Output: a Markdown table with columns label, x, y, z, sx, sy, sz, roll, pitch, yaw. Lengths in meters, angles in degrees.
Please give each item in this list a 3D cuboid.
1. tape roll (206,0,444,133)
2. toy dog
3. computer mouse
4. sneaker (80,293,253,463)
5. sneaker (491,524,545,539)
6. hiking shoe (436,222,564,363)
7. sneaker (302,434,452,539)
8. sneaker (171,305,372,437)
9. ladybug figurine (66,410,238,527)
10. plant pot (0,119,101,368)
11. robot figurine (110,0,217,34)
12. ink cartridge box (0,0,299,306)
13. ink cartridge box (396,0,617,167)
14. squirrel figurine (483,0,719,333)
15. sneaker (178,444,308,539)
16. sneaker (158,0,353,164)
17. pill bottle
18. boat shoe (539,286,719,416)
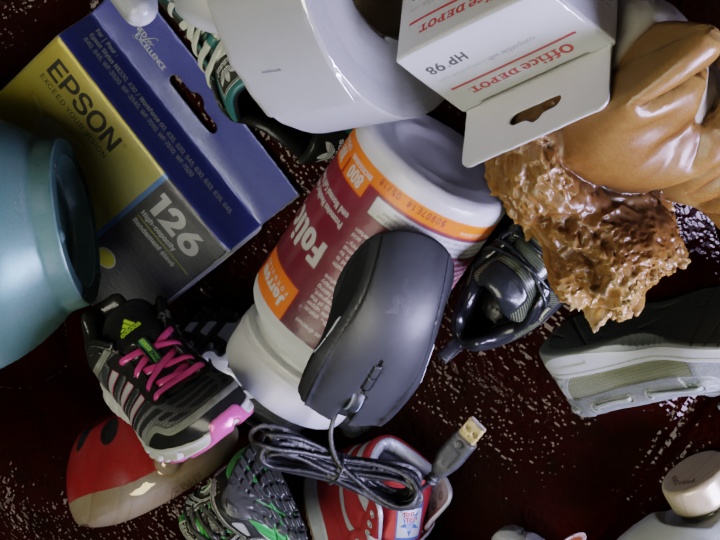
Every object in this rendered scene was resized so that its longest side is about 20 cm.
| label | x | y | z | sx | sy | sz | roll | pitch | yaw |
| --- | --- | --- | --- | --- | --- | --- | --- | --- | --- |
| tape roll | -0.011 | -0.186 | 1.414 | 0.070 | 0.202 | 0.204 | -6 | 112 | 33 |
| toy dog | 0.184 | 0.210 | 1.545 | 0.132 | 0.096 | 0.200 | 41 | 105 | -9 |
| computer mouse | 0.027 | 0.076 | 1.493 | 0.140 | 0.046 | 0.201 | 22 | 117 | -17 |
| sneaker | -0.141 | 0.066 | 1.580 | 0.200 | 0.073 | 0.088 | 26 | 146 | 62 |
| sneaker | 0.091 | 0.258 | 1.688 | 0.099 | 0.078 | 0.201 | 39 | 120 | 15 |
| hiking shoe | 0.124 | -0.010 | 1.492 | 0.076 | 0.101 | 0.200 | 40 | 129 | 5 |
| sneaker | 0.027 | 0.215 | 1.653 | 0.112 | 0.071 | 0.201 | -36 | 71 | 52 |
| sneaker | -0.073 | 0.082 | 1.683 | 0.198 | 0.066 | 0.091 | 6 | 118 | 23 |
| ladybug figurine | -0.159 | 0.132 | 1.710 | 0.072 | 0.135 | 0.200 | 61 | 162 | -2 |
| plant pot | -0.259 | -0.023 | 1.629 | 0.133 | 0.201 | 0.202 | -9 | 113 | 7 |
| robot figurine | -0.100 | -0.233 | 1.489 | 0.169 | 0.113 | 0.200 | -40 | 79 | 3 |
| ink cartridge box | -0.171 | -0.075 | 1.676 | 0.198 | 0.047 | 0.200 | 51 | 132 | -2 |
| ink cartridge box | 0.088 | -0.173 | 1.361 | 0.115 | 0.201 | 0.067 | -23 | 138 | 38 |
| squirrel figurine | 0.181 | -0.063 | 1.391 | 0.200 | 0.142 | 0.186 | -45 | 122 | 9 |
| sneaker | -0.086 | 0.178 | 1.663 | 0.085 | 0.200 | 0.078 | -26 | 80 | -4 |
| sneaker | -0.078 | -0.151 | 1.551 | 0.200 | 0.080 | 0.071 | 42 | 129 | 6 |
| pill bottle | 0.000 | 0.000 | 1.539 | 0.114 | 0.114 | 0.201 | 38 | 114 | 8 |
| boat shoe | 0.208 | 0.058 | 1.500 | 0.201 | 0.074 | 0.065 | -9 | 117 | 39 |
